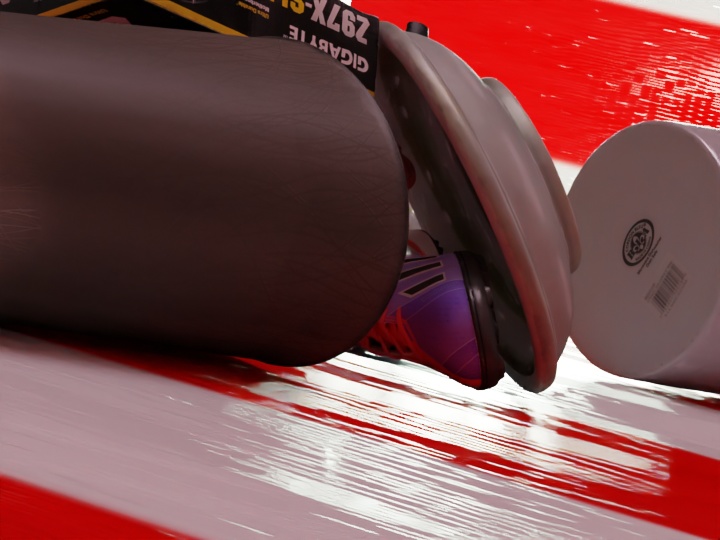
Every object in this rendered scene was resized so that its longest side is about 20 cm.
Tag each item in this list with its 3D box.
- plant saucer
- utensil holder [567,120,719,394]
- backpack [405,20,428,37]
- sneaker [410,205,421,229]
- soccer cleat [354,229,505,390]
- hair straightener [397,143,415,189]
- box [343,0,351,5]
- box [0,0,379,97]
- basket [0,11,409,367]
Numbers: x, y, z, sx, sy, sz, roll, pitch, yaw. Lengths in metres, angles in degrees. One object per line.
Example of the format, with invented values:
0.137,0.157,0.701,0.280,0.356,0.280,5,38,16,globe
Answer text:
0.064,-0.038,1.062,0.050,0.200,0.200,-25,11,-8,plant saucer
0.243,-0.002,1.331,0.200,0.170,0.170,9,6,-35,utensil holder
-0.068,-0.099,1.478,0.200,0.183,0.147,9,2,9,backpack
0.000,0.000,1.253,0.105,0.076,0.200,-2,-3,16,sneaker
0.020,0.021,1.049,0.073,0.068,0.200,-9,11,-10,soccer cleat
-0.069,-0.014,1.062,0.200,0.077,0.041,-16,59,-28,hair straightener
-0.076,-0.099,1.301,0.095,0.200,0.103,16,5,3,box
-0.117,-0.105,1.027,0.200,0.049,0.160,-10,-22,41,box
-0.111,-0.037,0.851,0.200,0.136,0.180,5,18,-42,basket
